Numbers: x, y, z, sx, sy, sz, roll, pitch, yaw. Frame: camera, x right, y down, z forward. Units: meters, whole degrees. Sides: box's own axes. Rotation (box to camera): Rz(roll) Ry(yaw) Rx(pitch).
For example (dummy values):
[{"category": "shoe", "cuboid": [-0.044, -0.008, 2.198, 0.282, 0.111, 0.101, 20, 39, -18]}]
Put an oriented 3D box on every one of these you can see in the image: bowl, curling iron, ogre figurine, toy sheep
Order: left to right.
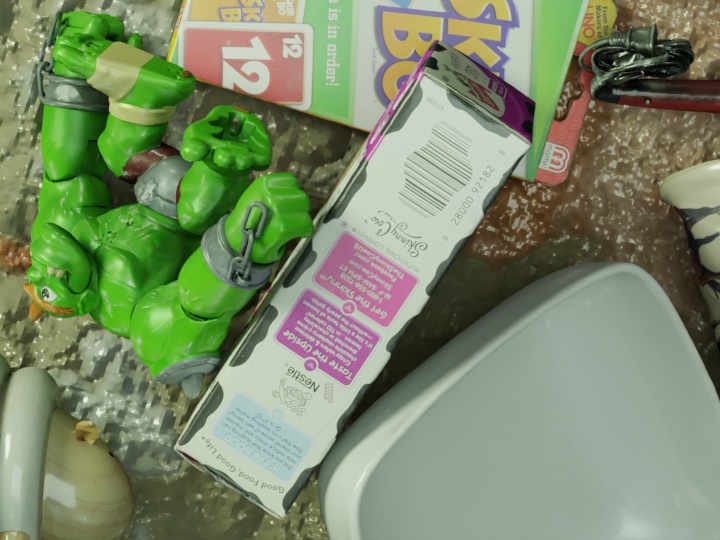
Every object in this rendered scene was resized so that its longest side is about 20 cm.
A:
[{"category": "toy sheep", "cuboid": [-0.200, 0.095, 1.328, 0.199, 0.138, 0.138, 6, 95, -3]}, {"category": "ogre figurine", "cuboid": [-0.093, -0.026, 1.314, 0.200, 0.098, 0.120, 29, 114, 28]}, {"category": "bowl", "cuboid": [0.073, 0.109, 1.355, 0.200, 0.075, 0.200, -38, 121, -23]}, {"category": "curling iron", "cuboid": [0.199, -0.083, 1.401, 0.199, 0.050, 0.026, 9, 67, -16]}]

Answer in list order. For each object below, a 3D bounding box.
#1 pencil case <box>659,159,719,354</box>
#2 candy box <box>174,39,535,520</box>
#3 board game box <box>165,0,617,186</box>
[{"category": "pencil case", "cuboid": [0.201, 0.037, 1.370, 0.078, 0.089, 0.201, -12, 79, -22]}, {"category": "candy box", "cuboid": [0.000, 0.000, 1.322, 0.061, 0.136, 0.200, 32, 100, -2]}, {"category": "board game box", "cuboid": [0.017, -0.110, 1.385, 0.199, 0.030, 0.096, 16, 94, -11]}]
